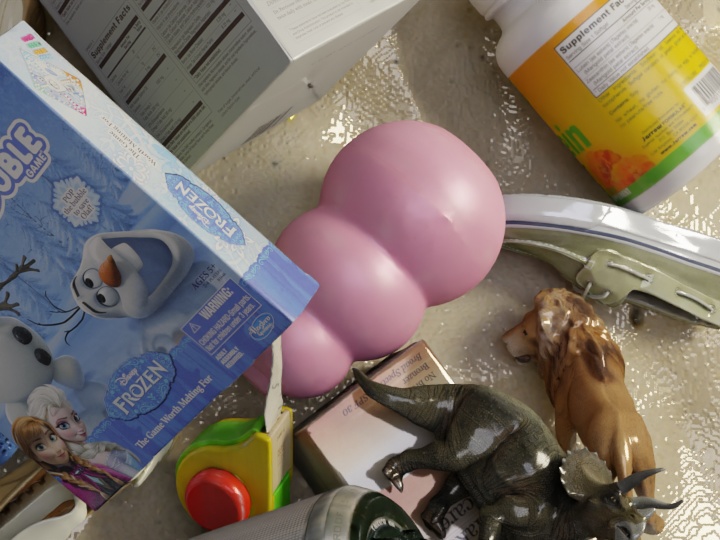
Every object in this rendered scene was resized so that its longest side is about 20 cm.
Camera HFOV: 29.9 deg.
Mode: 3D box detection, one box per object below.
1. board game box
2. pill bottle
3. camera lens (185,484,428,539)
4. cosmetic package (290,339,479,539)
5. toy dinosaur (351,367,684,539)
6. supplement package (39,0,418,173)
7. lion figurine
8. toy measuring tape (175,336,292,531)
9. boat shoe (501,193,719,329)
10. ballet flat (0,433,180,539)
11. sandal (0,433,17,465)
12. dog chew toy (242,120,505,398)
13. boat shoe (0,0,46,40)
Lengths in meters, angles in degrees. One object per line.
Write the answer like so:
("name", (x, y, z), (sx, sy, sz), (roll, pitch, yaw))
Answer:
("board game box", (-0.158, 0.008, 0.715), (0.199, 0.200, 0.043), (42, 34, -6))
("pill bottle", (0.165, -0.146, 0.934), (0.111, 0.111, 0.200), (-41, 90, -17))
("camera lens", (-0.050, 0.219, 0.749), (0.199, 0.160, 0.160), (-21, 84, 17))
("cosmetic package", (0.050, 0.156, 0.859), (0.103, 0.087, 0.200), (-37, 90, -18))
("toy dinosaur", (0.080, 0.116, 0.798), (0.102, 0.077, 0.200), (-43, 59, -14))
("supplement package", (-0.092, -0.195, 0.838), (0.200, 0.151, 0.152), (53, 47, 0))
("lion figurine", (0.154, 0.098, 0.862), (0.072, 0.200, 0.123), (-11, 116, -10))
("toy measuring tape", (-0.079, 0.094, 0.822), (0.073, 0.074, 0.201), (-6, 117, -15))
("boat shoe", (0.176, -0.006, 0.932), (0.199, 0.072, 0.062), (13, 81, -12))
("ballet flat", (-0.166, 0.127, 0.822), (0.200, 0.063, 0.069), (-40, 125, -14))
("sandal", (-0.195, 0.024, 0.817), (0.087, 0.079, 0.201), (10, 76, 32))
("dog chew toy", (0.000, 0.000, 0.867), (0.125, 0.125, 0.200), (43, 81, -2))
("boat shoe", (-0.252, -0.084, 0.848), (0.069, 0.074, 0.201), (10, 77, 3))
